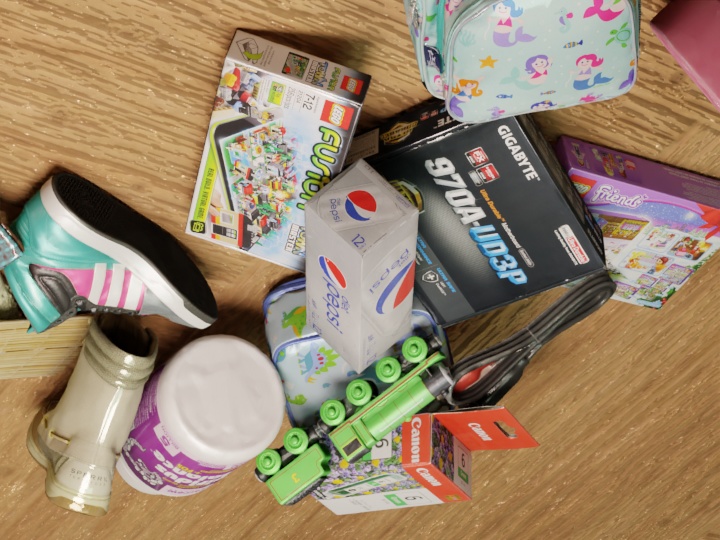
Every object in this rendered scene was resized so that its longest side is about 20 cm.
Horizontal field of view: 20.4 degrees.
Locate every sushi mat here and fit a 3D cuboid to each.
[{"bbox_3d":[-0.305,0.067,1.670,0.199,0.012,0.096,-3,145,-50],"label":"sushi mat"}]

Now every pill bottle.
[{"bbox_3d":[-0.150,0.135,1.751,0.111,0.113,0.200,5,160,-23],"label":"pill bottle"}]

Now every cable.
[{"bbox_3d":[0.131,0.060,1.739,0.200,0.050,0.097,-47,147,7],"label":"cable"}]

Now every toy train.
[{"bbox_3d":[-0.004,0.129,1.702,0.199,0.057,0.042,-37,168,8],"label":"toy train"}]

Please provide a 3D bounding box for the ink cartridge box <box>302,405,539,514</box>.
[{"bbox_3d":[0.049,0.168,1.760,0.198,0.051,0.109,-8,154,21],"label":"ink cartridge box"}]

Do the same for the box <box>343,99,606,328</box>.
[{"bbox_3d":[0.090,-0.052,1.628,0.158,0.046,0.200,-20,131,19],"label":"box"}]

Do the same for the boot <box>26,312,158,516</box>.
[{"bbox_3d":[-0.229,0.106,1.717,0.071,0.200,0.156,16,101,-18],"label":"boot"}]

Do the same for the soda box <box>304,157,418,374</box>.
[{"bbox_3d":[0.000,0.000,1.591,0.063,0.068,0.201,-39,158,-20],"label":"soda box"}]

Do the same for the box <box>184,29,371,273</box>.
[{"bbox_3d":[-0.067,-0.088,1.550,0.109,0.035,0.201,18,138,0],"label":"box"}]

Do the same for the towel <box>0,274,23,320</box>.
[{"bbox_3d":[-0.384,0.028,1.634,0.198,0.037,0.149,-12,144,-2],"label":"towel"}]

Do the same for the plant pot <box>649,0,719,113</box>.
[{"bbox_3d":[0.344,-0.169,1.496,0.179,0.201,0.200,-41,137,10],"label":"plant pot"}]

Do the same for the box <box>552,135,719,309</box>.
[{"bbox_3d":[0.218,-0.038,1.731,0.199,0.039,0.137,13,136,-30],"label":"box"}]

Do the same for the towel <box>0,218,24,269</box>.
[{"bbox_3d":[-0.379,-0.017,1.544,0.199,0.022,0.147,-29,118,16],"label":"towel"}]

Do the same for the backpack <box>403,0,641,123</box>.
[{"bbox_3d":[0.114,-0.209,1.401,0.176,0.151,0.201,-10,138,-3],"label":"backpack"}]

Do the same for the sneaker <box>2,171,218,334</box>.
[{"bbox_3d":[-0.218,0.013,1.624,0.120,0.084,0.200,-36,130,20],"label":"sneaker"}]

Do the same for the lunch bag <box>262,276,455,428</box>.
[{"bbox_3d":[0.003,0.079,1.780,0.159,0.083,0.201,-14,142,1],"label":"lunch bag"}]
